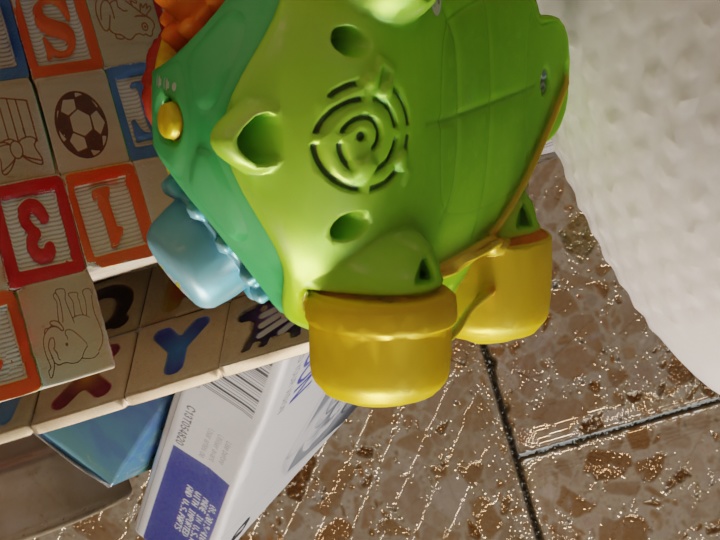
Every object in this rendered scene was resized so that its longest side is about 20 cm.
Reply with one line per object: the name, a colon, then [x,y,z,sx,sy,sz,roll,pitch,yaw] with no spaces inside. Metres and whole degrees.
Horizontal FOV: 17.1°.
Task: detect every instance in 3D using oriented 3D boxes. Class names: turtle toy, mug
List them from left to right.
turtle toy: [0.001,-0.050,0.667,0.101,0.146,0.200,6,-167,23]
mug: [0.127,-0.056,0.768,0.147,0.176,0.200,-16,179,-6]

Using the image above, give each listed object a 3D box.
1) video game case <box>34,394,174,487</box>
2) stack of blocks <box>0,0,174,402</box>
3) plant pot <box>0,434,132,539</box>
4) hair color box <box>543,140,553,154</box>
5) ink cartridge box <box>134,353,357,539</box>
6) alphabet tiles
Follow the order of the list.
video game case: [-0.034,-0.015,0.957,0.200,0.045,0.181,-56,170,10]
stack of blocks: [-0.114,-0.019,0.687,0.058,0.116,0.200,-17,179,41]
plant pot: [-0.236,0.063,1.246,0.199,0.174,0.200,-15,-179,0]
hair color box: [0.094,-0.094,1.286,0.100,0.061,0.200,-18,179,43]
ink cartridge box: [0.000,0.000,0.910,0.200,0.041,0.200,-49,169,-33]
alphabet tiles: [-0.037,-0.020,0.793,0.199,0.008,0.167,-17,-146,18]
